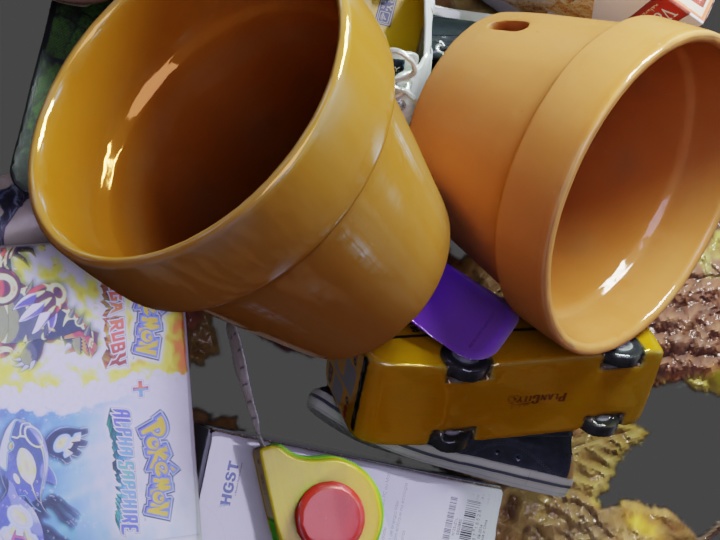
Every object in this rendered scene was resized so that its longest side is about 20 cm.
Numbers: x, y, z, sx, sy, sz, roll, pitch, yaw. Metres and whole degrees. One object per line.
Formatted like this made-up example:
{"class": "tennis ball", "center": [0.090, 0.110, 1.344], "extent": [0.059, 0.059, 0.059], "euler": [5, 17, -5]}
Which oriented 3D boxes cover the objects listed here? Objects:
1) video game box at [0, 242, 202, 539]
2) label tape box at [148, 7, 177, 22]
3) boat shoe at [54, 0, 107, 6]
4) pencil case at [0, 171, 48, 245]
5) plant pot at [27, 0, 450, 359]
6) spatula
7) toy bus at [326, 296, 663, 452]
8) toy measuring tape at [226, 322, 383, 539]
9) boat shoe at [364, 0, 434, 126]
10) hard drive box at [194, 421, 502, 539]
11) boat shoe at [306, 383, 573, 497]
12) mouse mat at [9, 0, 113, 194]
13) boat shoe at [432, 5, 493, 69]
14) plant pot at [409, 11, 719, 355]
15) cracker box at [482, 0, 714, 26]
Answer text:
{"class": "video game box", "center": [-0.187, 0.084, 0.869], "extent": [0.180, 0.047, 0.203], "euler": [-5, 91, -19]}
{"class": "label tape box", "center": [-0.055, -0.229, 0.906], "extent": [0.199, 0.063, 0.145], "euler": [-30, 59, 1]}
{"class": "boat shoe", "center": [-0.223, -0.212, 0.911], "extent": [0.197, 0.072, 0.076], "euler": [15, 123, 1]}
{"class": "pencil case", "center": [-0.225, -0.010, 0.925], "extent": [0.198, 0.090, 0.078], "euler": [-25, 52, -15]}
{"class": "plant pot", "center": [-0.046, -0.047, 0.821], "extent": [0.201, 0.199, 0.183], "euler": [-57, 137, -9]}
{"class": "spatula", "center": [0.000, 0.000, 0.923], "extent": [0.198, 0.021, 0.057], "euler": [23, 48, 20]}
{"class": "toy bus", "center": [0.085, 0.061, 0.940], "extent": [0.197, 0.079, 0.066], "euler": [-3, 126, -21]}
{"class": "toy measuring tape", "center": [-0.029, 0.108, 0.902], "extent": [0.073, 0.074, 0.203], "euler": [-12, 87, -14]}
{"class": "boat shoe", "center": [0.014, -0.121, 0.924], "extent": [0.074, 0.086, 0.205], "euler": [12, 89, 2]}
{"class": "hard drive box", "center": [-0.024, 0.194, 0.972], "extent": [0.198, 0.077, 0.158], "euler": [14, 85, -14]}
{"class": "boat shoe", "center": [0.057, 0.100, 0.998], "extent": [0.198, 0.074, 0.063], "euler": [16, 86, -20]}
{"class": "mouse mat", "center": [-0.124, -0.116, 0.946], "extent": [0.159, 0.008, 0.202], "euler": [14, 60, -14]}
{"class": "boat shoe", "center": [0.060, -0.140, 1.004], "extent": [0.197, 0.074, 0.067], "euler": [12, 88, -13]}
{"class": "plant pot", "center": [0.121, -0.069, 0.911], "extent": [0.199, 0.139, 0.202], "euler": [-31, 136, -36]}
{"class": "cracker box", "center": [0.123, -0.214, 0.987], "extent": [0.199, 0.134, 0.058], "euler": [31, 71, -11]}
